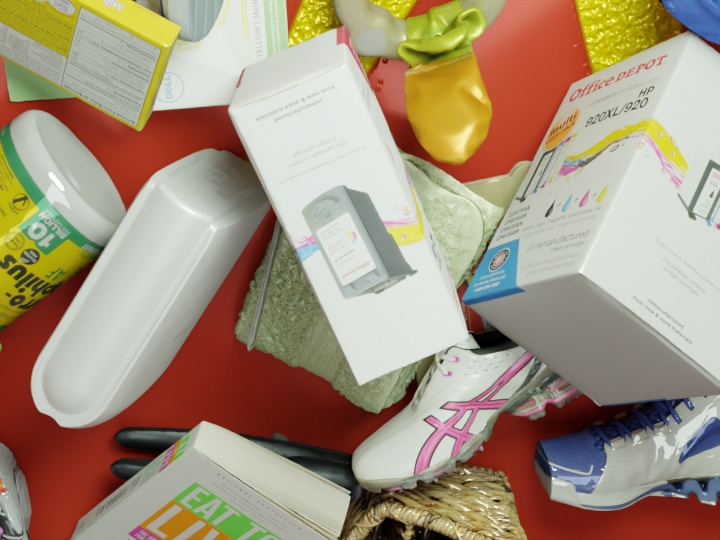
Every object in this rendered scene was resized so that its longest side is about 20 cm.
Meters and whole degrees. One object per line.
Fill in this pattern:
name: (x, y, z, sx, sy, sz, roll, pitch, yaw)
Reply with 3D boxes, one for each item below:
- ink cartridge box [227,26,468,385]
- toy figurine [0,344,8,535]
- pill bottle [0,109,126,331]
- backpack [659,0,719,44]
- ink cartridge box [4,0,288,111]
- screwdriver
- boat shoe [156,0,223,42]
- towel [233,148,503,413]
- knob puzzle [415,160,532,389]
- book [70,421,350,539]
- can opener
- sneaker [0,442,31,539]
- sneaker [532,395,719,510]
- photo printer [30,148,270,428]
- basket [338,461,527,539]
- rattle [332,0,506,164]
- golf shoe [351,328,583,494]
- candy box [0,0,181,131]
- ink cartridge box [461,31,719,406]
ink cartridge box: (-0.008, -0.047, 1.108, 0.086, 0.148, 0.200, -24, 107, 6)
toy figurine: (-0.302, 0.170, 1.189, 0.200, 0.150, 0.184, -27, 82, 27)
pill bottle: (-0.273, -0.013, 1.181, 0.200, 0.113, 0.113, -36, 112, 9)
backpack: (0.278, -0.244, 1.073, 0.162, 0.168, 0.200, 23, 77, -10)
ink cartridge box: (-0.152, -0.184, 1.155, 0.200, 0.048, 0.146, -6, 114, -6)
screwdriver: (-0.060, -0.040, 1.194, 0.029, 0.028, 0.200, 19, 99, 6)
boat shoe: (-0.121, -0.249, 1.076, 0.067, 0.074, 0.200, 15, 117, 19)
towel: (0.000, 0.000, 1.230, 0.148, 0.036, 0.200, 28, 115, 1)
knob puzzle: (0.134, 0.007, 1.273, 0.219, 0.030, 0.220, -2, 113, -4)
book: (-0.119, 0.194, 1.281, 0.134, 0.048, 0.200, 33, 136, -17)
can opener: (-0.093, 0.149, 1.301, 0.200, 0.063, 0.079, 10, 139, 1)
sneaker: (-0.310, 0.228, 1.301, 0.115, 0.075, 0.200, -8, 117, -5)
sneaker: (0.235, 0.120, 1.313, 0.199, 0.081, 0.115, 0, 110, -13)
photo printer: (-0.150, 0.018, 1.179, 0.069, 0.166, 0.200, 35, 106, 3)
basket: (0.043, 0.265, 1.312, 0.142, 0.149, 0.200, 9, 113, -9)
rattle: (0.046, -0.195, 1.096, 0.130, 0.143, 0.200, 15, 135, -2)
golf shoe: (0.072, 0.089, 1.251, 0.200, 0.073, 0.092, -32, 107, -2)
candy box: (-0.220, -0.173, 1.112, 0.200, 0.026, 0.102, 29, 149, -3)
ink cartridge box: (0.198, -0.031, 1.153, 0.145, 0.147, 0.200, 36, 67, -18)
